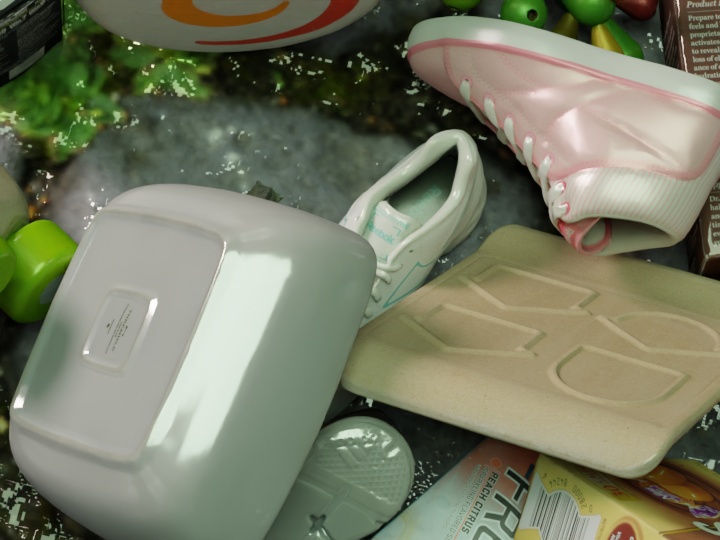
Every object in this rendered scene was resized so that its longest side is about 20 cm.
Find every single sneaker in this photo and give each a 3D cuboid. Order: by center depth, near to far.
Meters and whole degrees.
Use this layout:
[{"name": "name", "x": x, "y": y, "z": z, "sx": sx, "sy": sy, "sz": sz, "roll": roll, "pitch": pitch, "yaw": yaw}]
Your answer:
[{"name": "sneaker", "x": -0.054, "y": 0.141, "z": 1.559, "sx": 0.199, "sy": 0.082, "sz": 0.077, "roll": -31, "pitch": 100, "yaw": 10}, {"name": "sneaker", "x": 0.103, "y": -0.070, "z": 1.582, "sx": 0.199, "sy": 0.075, "sz": 0.105, "roll": 17, "pitch": 79, "yaw": 22}, {"name": "sneaker", "x": 0.000, "y": 0.000, "z": 1.596, "sx": 0.070, "sy": 0.080, "sz": 0.201, "roll": 33, "pitch": 75, "yaw": 8}]

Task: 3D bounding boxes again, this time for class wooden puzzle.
[{"name": "wooden puzzle", "x": 0.108, "y": 0.049, "z": 1.534, "sx": 0.185, "sy": 0.047, "sz": 0.200, "roll": 16, "pitch": 28, "yaw": 24}]

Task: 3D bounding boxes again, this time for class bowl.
[{"name": "bowl", "x": -0.102, "y": 0.045, "z": 1.514, "sx": 0.199, "sy": 0.075, "sz": 0.201, "roll": 15, "pitch": 80, "yaw": 51}]

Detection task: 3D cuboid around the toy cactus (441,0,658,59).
[{"name": "toy cactus", "x": 0.100, "y": -0.199, "z": 1.641, "sx": 0.200, "sy": 0.102, "sz": 0.165, "roll": 33, "pitch": 39, "yaw": -21}]

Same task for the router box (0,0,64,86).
[{"name": "router box", "x": -0.244, "y": -0.207, "z": 1.606, "sx": 0.062, "sy": 0.150, "sz": 0.200, "roll": -36, "pitch": 87, "yaw": -9}]

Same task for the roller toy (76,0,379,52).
[{"name": "roller toy", "x": -0.076, "y": -0.214, "z": 1.612, "sx": 0.199, "sy": 0.182, "sz": 0.140, "roll": -12, "pitch": 71, "yaw": 21}]

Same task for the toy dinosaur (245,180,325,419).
[{"name": "toy dinosaur", "x": -0.068, "y": 0.031, "z": 1.574, "sx": 0.088, "sy": 0.047, "sz": 0.200, "roll": -42, "pitch": 37, "yaw": 26}]

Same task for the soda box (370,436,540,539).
[{"name": "soda box", "x": 0.045, "y": 0.156, "z": 1.546, "sx": 0.200, "sy": 0.068, "sz": 0.064, "roll": -41, "pitch": 76, "yaw": -14}]

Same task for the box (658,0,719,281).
[{"name": "box", "x": 0.227, "y": -0.092, "z": 1.633, "sx": 0.100, "sy": 0.075, "sz": 0.201, "roll": -3, "pitch": 73, "yaw": -1}]

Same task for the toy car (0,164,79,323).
[{"name": "toy car", "x": -0.283, "y": 0.013, "z": 1.581, "sx": 0.164, "sy": 0.158, "sz": 0.200, "roll": 43, "pitch": 104, "yaw": 17}]

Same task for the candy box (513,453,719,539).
[{"name": "candy box", "x": 0.183, "y": 0.156, "z": 1.457, "sx": 0.116, "sy": 0.200, "sz": 0.057, "roll": 5, "pitch": 105, "yaw": -36}]
